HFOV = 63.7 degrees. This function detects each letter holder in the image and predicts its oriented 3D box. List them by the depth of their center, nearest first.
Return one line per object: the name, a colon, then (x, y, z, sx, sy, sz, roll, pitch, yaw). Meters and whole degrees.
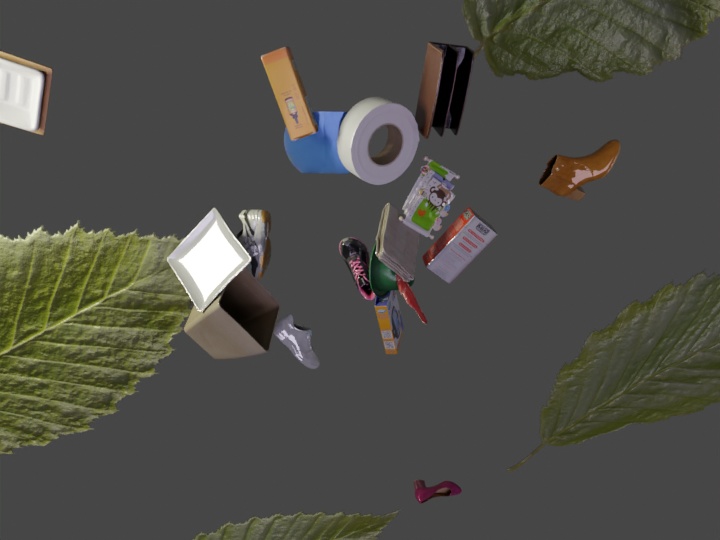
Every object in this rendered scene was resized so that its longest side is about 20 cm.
letter holder: (0.205, -0.423, 1.379, 0.099, 0.143, 0.202, 3, 119, -9)

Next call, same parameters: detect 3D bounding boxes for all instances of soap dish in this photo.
soap dish: (-0.793, -0.410, 1.286, 0.198, 0.081, 0.158, 16, 117, -16)

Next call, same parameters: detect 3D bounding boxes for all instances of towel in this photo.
towel: (0.101, -0.074, 1.543, 0.034, 0.201, 0.132, -29, 124, 37)

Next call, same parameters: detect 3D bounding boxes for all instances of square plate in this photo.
square plate: (-0.393, -0.027, 1.512, 0.198, 0.200, 0.028, -44, 155, 10)

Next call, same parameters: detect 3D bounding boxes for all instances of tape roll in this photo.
tape roll: (0.045, -0.317, 1.418, 0.201, 0.071, 0.204, -17, 124, -27)

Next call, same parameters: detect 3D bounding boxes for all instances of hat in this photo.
hat: (0.135, 0.010, 1.562, 0.175, 0.165, 0.202, 8, 109, 32)

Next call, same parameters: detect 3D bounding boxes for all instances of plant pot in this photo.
plant pot: (-0.366, 0.129, 1.602, 0.176, 0.201, 0.200, -27, 121, 22)

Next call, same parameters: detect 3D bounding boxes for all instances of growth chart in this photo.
growth chart: (0.189, -0.192, 1.562, 0.144, 0.018, 0.202, 18, 105, -24)

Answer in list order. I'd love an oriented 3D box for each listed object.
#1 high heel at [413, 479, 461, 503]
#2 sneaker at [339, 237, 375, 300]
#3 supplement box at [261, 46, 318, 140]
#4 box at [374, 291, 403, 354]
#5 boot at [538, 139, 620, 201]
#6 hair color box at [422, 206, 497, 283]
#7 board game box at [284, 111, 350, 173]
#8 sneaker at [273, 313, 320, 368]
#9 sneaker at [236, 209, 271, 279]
high heel: (0.291, 0.834, 2.144, 0.198, 0.096, 0.068, 9, 119, -12)
sneaker: (0.000, 0.000, 1.624, 0.078, 0.096, 0.201, -22, 120, 8)
supplement box: (-0.163, -0.412, 1.356, 0.066, 0.069, 0.202, -17, 107, 7)
box: (0.085, 0.130, 1.694, 0.041, 0.119, 0.202, -1, 123, 17)
boot: (0.584, -0.285, 1.551, 0.143, 0.071, 0.202, 20, 120, -21)
hair color box: (0.279, -0.069, 1.641, 0.101, 0.061, 0.200, 34, 111, -24)
board game box: (-0.091, -0.326, 1.457, 0.198, 0.039, 0.159, 1, 121, 1)
sneaker: (-0.172, 0.213, 1.742, 0.088, 0.075, 0.200, -40, 117, 2)
sneaker: (-0.290, -0.075, 1.565, 0.087, 0.076, 0.202, 9, 116, 5)
